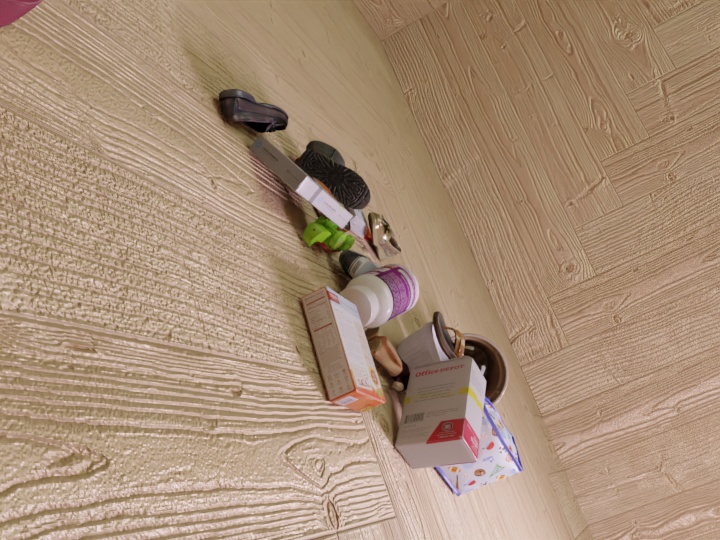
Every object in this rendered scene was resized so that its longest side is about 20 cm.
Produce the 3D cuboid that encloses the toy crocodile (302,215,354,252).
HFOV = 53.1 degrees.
[{"bbox_3d":[-0.063,-0.067,1.500,0.067,0.062,0.200,41,6,12],"label":"toy crocodile"}]

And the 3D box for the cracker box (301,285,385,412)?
[{"bbox_3d":[-0.030,0.142,1.280,0.134,0.057,0.201,38,31,-59],"label":"cracker box"}]

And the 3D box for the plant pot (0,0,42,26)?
[{"bbox_3d":[-0.382,-0.395,0.767,0.201,0.178,0.200,56,17,-26],"label":"plant pot"}]

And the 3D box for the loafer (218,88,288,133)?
[{"bbox_3d":[-0.207,-0.295,1.403,0.200,0.071,0.064,10,75,-64],"label":"loafer"}]

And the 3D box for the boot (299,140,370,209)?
[{"bbox_3d":[-0.051,-0.206,1.523,0.182,0.073,0.200,41,7,-6],"label":"boot"}]

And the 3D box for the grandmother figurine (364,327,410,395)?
[{"bbox_3d":[0.076,0.206,1.525,0.200,0.060,0.122,49,30,-35],"label":"grandmother figurine"}]

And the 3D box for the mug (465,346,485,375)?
[{"bbox_3d":[0.341,0.309,2.068,0.187,0.149,0.153,51,27,-18],"label":"mug"}]

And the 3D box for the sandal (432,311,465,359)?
[{"bbox_3d":[0.222,0.179,1.647,0.201,0.054,0.082,64,16,-2],"label":"sandal"}]

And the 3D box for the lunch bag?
[{"bbox_3d":[0.234,0.368,1.565,0.200,0.169,0.124,53,16,-32],"label":"lunch bag"}]

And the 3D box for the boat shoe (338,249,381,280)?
[{"bbox_3d":[0.000,0.000,1.589,0.068,0.072,0.200,38,1,21],"label":"boat shoe"}]

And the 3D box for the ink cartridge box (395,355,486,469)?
[{"bbox_3d":[0.164,0.282,1.436,0.084,0.144,0.201,55,34,-31],"label":"ink cartridge box"}]

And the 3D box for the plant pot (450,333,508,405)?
[{"bbox_3d":[0.279,0.261,1.888,0.183,0.199,0.202,18,46,-84],"label":"plant pot"}]

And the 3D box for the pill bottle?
[{"bbox_3d":[0.033,0.055,1.482,0.200,0.112,0.113,-21,84,-60],"label":"pill bottle"}]

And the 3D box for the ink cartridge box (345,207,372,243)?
[{"bbox_3d":[-0.011,-0.167,1.838,0.200,0.047,0.161,29,39,-62],"label":"ink cartridge box"}]

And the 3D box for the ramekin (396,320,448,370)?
[{"bbox_3d":[0.167,0.229,1.688,0.201,0.105,0.201,56,18,-28],"label":"ramekin"}]

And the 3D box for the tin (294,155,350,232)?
[{"bbox_3d":[-0.086,-0.171,1.626,0.201,0.042,0.112,61,12,-10],"label":"tin"}]

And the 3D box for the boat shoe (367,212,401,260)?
[{"bbox_3d":[0.061,-0.092,1.844,0.200,0.062,0.074,65,14,-65],"label":"boat shoe"}]

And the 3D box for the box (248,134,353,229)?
[{"bbox_3d":[-0.114,-0.172,1.422,0.156,0.041,0.200,44,3,31],"label":"box"}]
